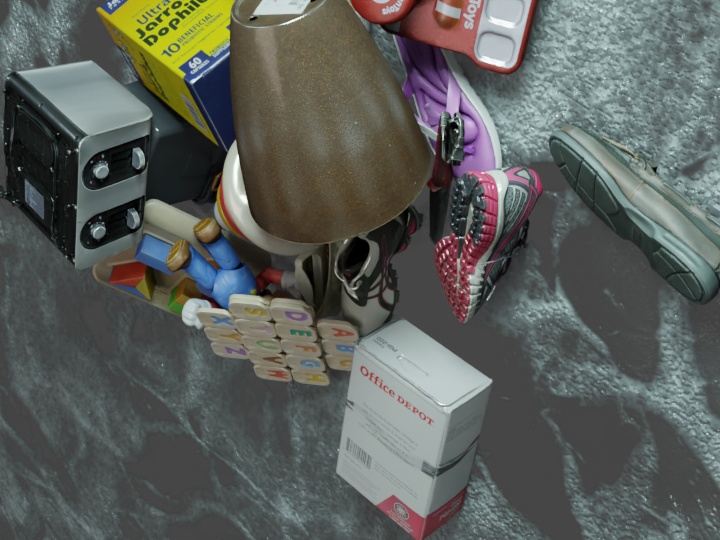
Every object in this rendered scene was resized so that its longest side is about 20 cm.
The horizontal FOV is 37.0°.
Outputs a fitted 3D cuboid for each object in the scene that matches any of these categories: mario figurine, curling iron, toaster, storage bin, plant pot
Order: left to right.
[{"bbox_3d":[-0.336,-0.130,1.261,0.199,0.118,0.183,38,132,31],"label":"toaster"},{"bbox_3d":[-0.235,-0.154,1.335,0.146,0.134,0.201,51,139,16],"label":"storage bin"},{"bbox_3d":[-0.140,0.032,1.314,0.123,0.107,0.200,-27,118,39],"label":"mario figurine"},{"bbox_3d":[-0.044,-0.162,0.987,0.186,0.187,0.201,24,146,38],"label":"plant pot"},{"bbox_3d":[0.079,-0.084,1.062,0.201,0.025,0.050,96,174,-60],"label":"curling iron"}]

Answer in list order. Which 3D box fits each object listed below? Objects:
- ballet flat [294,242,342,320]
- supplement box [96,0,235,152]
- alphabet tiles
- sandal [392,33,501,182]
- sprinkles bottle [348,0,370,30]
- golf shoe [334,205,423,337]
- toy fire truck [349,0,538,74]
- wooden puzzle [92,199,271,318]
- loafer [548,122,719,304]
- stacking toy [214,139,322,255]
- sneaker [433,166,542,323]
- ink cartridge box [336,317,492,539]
[{"bbox_3d":[-0.049,-0.034,1.247,0.067,0.062,0.203,15,119,44],"label":"ballet flat"},{"bbox_3d":[-0.179,-0.240,1.178,0.200,0.109,0.110,39,163,36],"label":"supplement box"},{"bbox_3d":[-0.093,0.086,1.278,0.193,0.015,0.201,5,150,9],"label":"alphabet tiles"},{"bbox_3d":[0.071,-0.168,1.058,0.082,0.050,0.205,-24,90,50],"label":"sandal"},{"bbox_3d":[-0.022,-0.248,1.106,0.068,0.068,0.202,27,127,36],"label":"sprinkles bottle"},{"bbox_3d":[0.000,0.000,1.193,0.077,0.088,0.202,37,134,26],"label":"golf shoe"},{"bbox_3d":[0.089,-0.289,0.947,0.166,0.112,0.202,18,118,10],"label":"toy fire truck"},{"bbox_3d":[-0.237,0.005,1.402,0.184,0.047,0.200,26,142,-22],"label":"wooden puzzle"},{"bbox_3d":[0.246,-0.059,0.927,0.200,0.063,0.072,50,169,23],"label":"loafer"},{"bbox_3d":[-0.113,-0.083,1.206,0.199,0.145,0.148,-10,102,62],"label":"stacking toy"},{"bbox_3d":[0.125,-0.020,1.061,0.201,0.074,0.081,104,147,-53],"label":"sneaker"},{"bbox_3d":[0.056,0.178,1.221,0.145,0.084,0.202,34,133,32],"label":"ink cartridge box"}]
